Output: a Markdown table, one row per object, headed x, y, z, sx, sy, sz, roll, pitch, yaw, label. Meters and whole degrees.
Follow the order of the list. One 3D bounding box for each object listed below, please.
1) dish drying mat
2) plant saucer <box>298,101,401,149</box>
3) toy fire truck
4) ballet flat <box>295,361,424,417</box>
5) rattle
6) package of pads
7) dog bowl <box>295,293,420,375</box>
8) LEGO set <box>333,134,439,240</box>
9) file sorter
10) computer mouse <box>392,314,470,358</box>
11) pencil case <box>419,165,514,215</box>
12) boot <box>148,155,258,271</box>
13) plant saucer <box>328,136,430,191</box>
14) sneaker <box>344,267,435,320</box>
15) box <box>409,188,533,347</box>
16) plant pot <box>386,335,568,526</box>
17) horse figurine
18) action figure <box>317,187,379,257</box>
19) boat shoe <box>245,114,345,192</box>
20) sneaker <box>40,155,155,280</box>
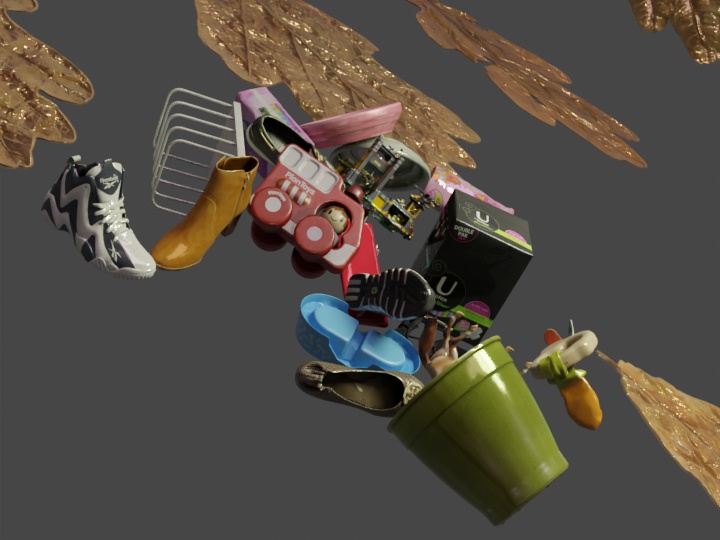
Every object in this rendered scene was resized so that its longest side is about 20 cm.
| x | y | z | sx | sy | sz | roll | pitch | yaw | label |
| --- | --- | --- | --- | --- | --- | --- | --- | --- | --- |
| 0.000 | 0.000 | 1.661 | 0.076 | 0.018 | 0.202 | 8 | 54 | -25 | dish drying mat |
| -0.018 | -0.264 | 1.868 | 0.198 | 0.051 | 0.201 | -14 | 9 | 2 | plant saucer |
| -0.079 | -0.096 | 1.634 | 0.199 | 0.112 | 0.169 | 33 | 69 | 8 | toy fire truck |
| 0.006 | 0.163 | 1.410 | 0.198 | 0.068 | 0.046 | 15 | -10 | -19 | ballet flat |
| 0.368 | 0.172 | 1.737 | 0.143 | 0.130 | 0.200 | 42 | 2 | 3 | rattle |
| -0.159 | -0.230 | 1.853 | 0.075 | 0.121 | 0.200 | -18 | 50 | -29 | package of pads |
| -0.009 | 0.111 | 1.507 | 0.198 | 0.050 | 0.112 | 29 | 28 | 1 | dog bowl |
| 0.048 | -0.163 | 1.852 | 0.199 | 0.116 | 0.154 | 40 | -5 | -9 | LEGO set |
| -0.272 | -0.189 | 1.669 | 0.123 | 0.140 | 0.201 | 15 | 31 | -19 | file sorter |
| 0.140 | 0.135 | 1.617 | 0.198 | 0.046 | 0.141 | 24 | 25 | 5 | computer mouse |
| 0.217 | -0.134 | 2.088 | 0.198 | 0.088 | 0.088 | 29 | 28 | -2 | pencil case |
| -0.234 | -0.094 | 1.518 | 0.070 | 0.145 | 0.201 | 34 | 39 | 15 | boot |
| 0.040 | -0.212 | 1.945 | 0.198 | 0.200 | 0.051 | 17 | 72 | -20 | plant saucer |
| 0.074 | 0.043 | 1.545 | 0.115 | 0.077 | 0.199 | 17 | -5 | -35 | sneaker |
| 0.178 | -0.005 | 1.707 | 0.147 | 0.201 | 0.125 | 24 | 28 | -9 | box |
| 0.169 | 0.227 | 1.356 | 0.194 | 0.201 | 0.200 | 51 | 34 | 16 | plant pot |
| 0.160 | 0.150 | 1.518 | 0.199 | 0.133 | 0.050 | 35 | 4 | 4 | horse figurine |
| -0.031 | -0.060 | 1.751 | 0.129 | 0.070 | 0.201 | 29 | 31 | -10 | action figure |
| -0.103 | -0.187 | 1.720 | 0.200 | 0.060 | 0.072 | 36 | 66 | -14 | boat shoe |
| -0.354 | -0.085 | 1.427 | 0.199 | 0.130 | 0.079 | 40 | 31 | 19 | sneaker |
